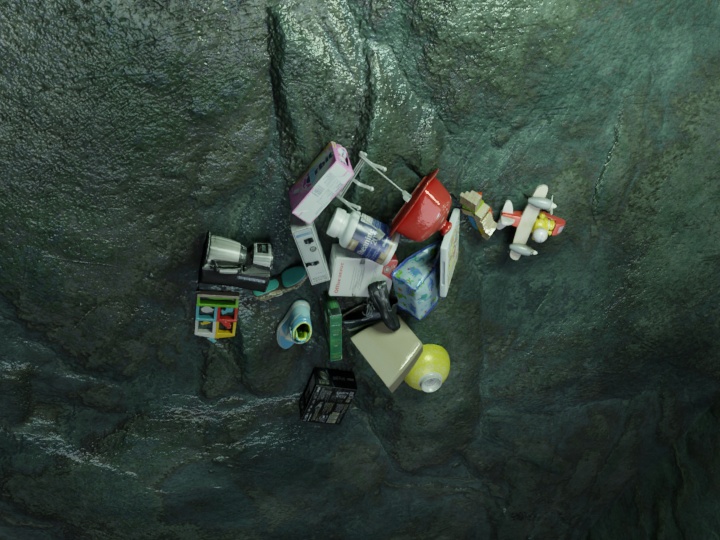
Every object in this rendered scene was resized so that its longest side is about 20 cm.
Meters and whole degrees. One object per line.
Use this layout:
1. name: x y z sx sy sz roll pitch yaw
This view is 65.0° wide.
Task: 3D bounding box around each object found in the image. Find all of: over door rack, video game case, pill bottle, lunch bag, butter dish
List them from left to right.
1. pill bottle: 0.006 -0.103 1.630 0.197 0.112 0.112 24 121 -9
2. over door rack: 0.036 -0.204 1.545 0.149 0.200 0.066 -54 161 26
3. lunch bag: 0.204 0.026 1.769 0.200 0.126 0.172 -45 147 -24
4. butter dish: 0.191 -0.156 1.573 0.147 0.200 0.201 38 116 1
5. video game case: 0.269 -0.055 1.700 0.022 0.202 0.185 8 132 16

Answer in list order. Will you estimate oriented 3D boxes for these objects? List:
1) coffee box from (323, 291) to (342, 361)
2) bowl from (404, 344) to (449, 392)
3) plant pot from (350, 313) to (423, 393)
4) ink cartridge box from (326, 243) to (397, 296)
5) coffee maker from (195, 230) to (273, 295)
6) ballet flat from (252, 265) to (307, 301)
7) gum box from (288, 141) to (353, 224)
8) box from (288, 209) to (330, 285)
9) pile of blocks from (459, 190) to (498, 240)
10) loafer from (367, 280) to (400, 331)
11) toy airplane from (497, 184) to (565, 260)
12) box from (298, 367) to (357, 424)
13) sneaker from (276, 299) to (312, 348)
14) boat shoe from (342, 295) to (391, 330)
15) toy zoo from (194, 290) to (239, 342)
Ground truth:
1. coffee box: -0.090 0.181 1.842 0.043 0.124 0.203 -7 128 -11
2. bowl: 0.249 0.382 2.088 0.195 0.109 0.203 -7 129 -9
3. plant pot: 0.103 0.264 1.882 0.176 0.201 0.200 -38 162 -5
4. ink cartridge box: 0.000 0.000 1.743 0.195 0.084 0.149 2 127 -16
5. coffee maker: -0.362 -0.010 1.637 0.196 0.137 0.192 11 148 -19
6. ballet flat: -0.237 0.043 1.743 0.197 0.069 0.075 -23 152 12
7. gum box: -0.105 -0.239 1.510 0.066 0.115 0.200 30 116 -32
8. box: -0.146 -0.072 1.631 0.059 0.118 0.202 -17 131 1
9. pile of blocks: 0.360 -0.180 1.709 0.062 0.082 0.201 -49 134 -12
10. loafer: 0.088 0.111 1.753 0.069 0.069 0.202 -20 126 12
11. toy airplane: 0.516 -0.140 1.719 0.197 0.142 0.200 -32 128 14
12. box: -0.121 0.465 2.078 0.160 0.087 0.202 10 125 -20
13. sneaker: -0.217 0.208 1.825 0.078 0.132 0.202 11 125 -23
14. boat shoe: 0.023 0.132 1.863 0.197 0.076 0.062 -23 141 17
15. toy zoo: -0.458 0.150 1.793 0.128 0.021 0.203 3 127 -16
